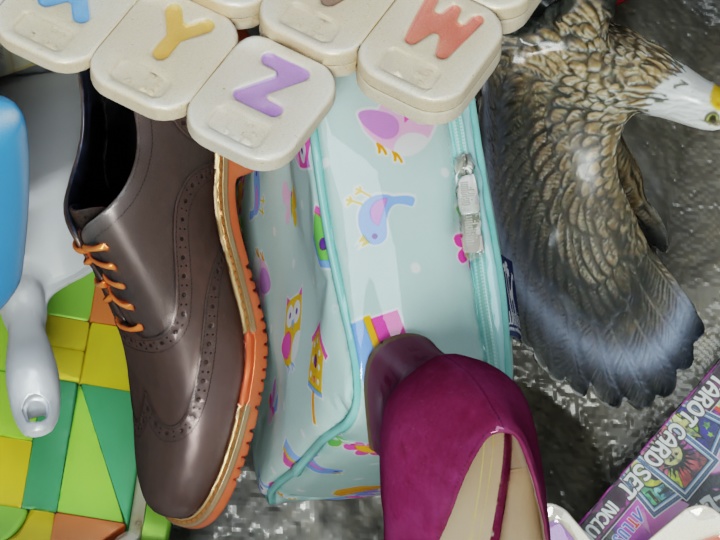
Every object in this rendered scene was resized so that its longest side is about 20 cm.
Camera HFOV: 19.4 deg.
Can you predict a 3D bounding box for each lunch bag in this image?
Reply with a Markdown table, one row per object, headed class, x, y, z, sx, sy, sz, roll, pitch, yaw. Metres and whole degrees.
| class | x | y | z | sx | sy | sz | roll | pitch | yaw |
| --- | --- | --- | --- | --- | --- | --- | --- | --- | --- |
| lunch bag | 0.000 | 0.000 | 0.817 | 0.076 | 0.200 | 0.162 | -2 | 74 | -14 |

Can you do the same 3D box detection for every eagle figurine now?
| class | x | y | z | sx | sy | sz | roll | pitch | yaw |
| --- | --- | --- | --- | --- | --- | --- | --- | --- | --- |
| eagle figurine | 0.090 | -0.062 | 0.861 | 0.151 | 0.201 | 0.151 | -23 | 43 | -38 |

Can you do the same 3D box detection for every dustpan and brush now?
| class | x | y | z | sx | sy | sz | roll | pitch | yaw |
| --- | --- | --- | --- | --- | --- | --- | --- | --- | --- |
| dustpan and brush | -0.140 | -0.014 | 0.843 | 0.138 | 0.058 | 0.201 | -10 | 36 | -7 |

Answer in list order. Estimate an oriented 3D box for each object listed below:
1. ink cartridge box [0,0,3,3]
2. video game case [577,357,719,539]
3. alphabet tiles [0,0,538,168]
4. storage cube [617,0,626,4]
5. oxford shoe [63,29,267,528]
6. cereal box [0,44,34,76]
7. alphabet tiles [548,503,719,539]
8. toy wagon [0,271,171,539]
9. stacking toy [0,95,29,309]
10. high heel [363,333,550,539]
| class | x | y | z | sx | sy | sz | roll | pitch | yaw |
| --- | --- | --- | --- | --- | --- | --- | --- | --- | --- |
| ink cartridge box | -0.209 | -0.141 | 0.806 | 0.176 | 0.045 | 0.199 | 31 | 25 | 32 |
| video game case | 0.179 | 0.143 | 0.882 | 0.181 | 0.036 | 0.200 | 41 | 62 | 10 |
| alphabet tiles | -0.033 | -0.127 | 0.761 | 0.199 | 0.015 | 0.196 | 26 | 56 | 15 |
| storage cube | 0.040 | -0.213 | 0.951 | 0.179 | 0.201 | 0.171 | -26 | 63 | -22 |
| oxford shoe | -0.083 | 0.000 | 0.806 | 0.072 | 0.071 | 0.202 | -3 | 92 | -40 |
| cereal box | -0.204 | -0.125 | 0.911 | 0.199 | 0.040 | 0.144 | -22 | 45 | -22 |
| alphabet tiles | 0.101 | 0.195 | 0.816 | 0.195 | 0.015 | 0.200 | -38 | 78 | -10 |
| toy wagon | -0.147 | 0.041 | 0.864 | 0.154 | 0.040 | 0.202 | 10 | 61 | -7 |
| stacking toy | -0.215 | -0.061 | 0.780 | 0.115 | 0.110 | 0.200 | -23 | 52 | -29 |
| high heel | 0.040 | 0.123 | 0.693 | 0.067 | 0.096 | 0.202 | -19 | 107 | -11 |
